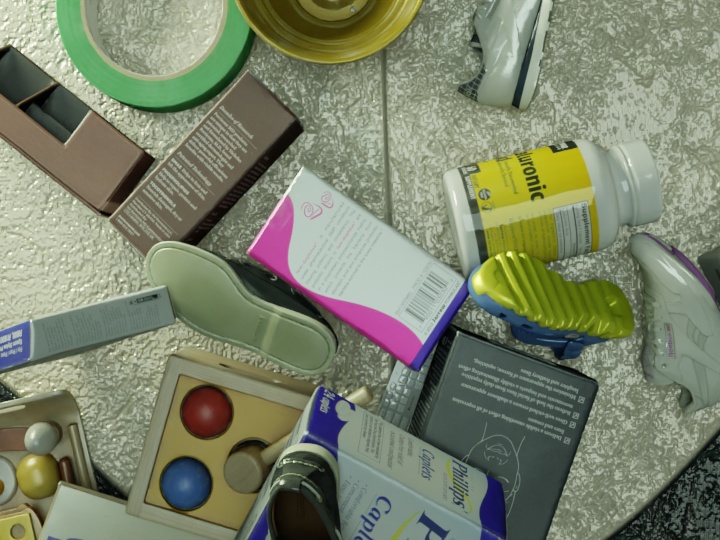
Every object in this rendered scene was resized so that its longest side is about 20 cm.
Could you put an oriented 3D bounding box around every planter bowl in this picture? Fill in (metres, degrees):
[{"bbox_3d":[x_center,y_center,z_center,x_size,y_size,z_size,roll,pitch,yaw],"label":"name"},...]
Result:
[{"bbox_3d":[-0.029,-0.298,1.116,0.197,0.083,0.204,0,90,0],"label":"planter bowl"}]

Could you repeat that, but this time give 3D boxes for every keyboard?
[{"bbox_3d":[0.033,0.181,1.157,0.056,0.011,0.202,21,91,1],"label":"keyboard"}]

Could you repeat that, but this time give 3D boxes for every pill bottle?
[{"bbox_3d":[0.186,-0.065,1.102,0.197,0.111,0.113,-13,91,0],"label":"pill bottle"}]

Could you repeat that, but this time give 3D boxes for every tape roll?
[{"bbox_3d":[-0.204,-0.262,1.137,0.197,0.048,0.204,0,91,1],"label":"tape roll"}]

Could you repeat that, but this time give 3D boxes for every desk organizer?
[{"bbox_3d":[-0.309,-0.144,1.130,0.199,0.072,0.077,38,89,0],"label":"desk organizer"}]

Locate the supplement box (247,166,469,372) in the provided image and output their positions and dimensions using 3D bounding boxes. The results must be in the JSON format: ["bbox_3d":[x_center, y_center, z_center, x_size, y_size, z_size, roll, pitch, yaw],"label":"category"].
[{"bbox_3d":[0.000,0.000,1.106,0.199,0.103,0.102,35,89,1],"label":"supplement box"}]

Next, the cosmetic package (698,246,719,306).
[{"bbox_3d":[0.463,0.017,1.069,0.198,0.167,0.168,-26,89,2],"label":"cosmetic package"}]

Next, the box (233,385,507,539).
[{"bbox_3d":[0.002,0.240,0.999,0.198,0.105,0.185,28,105,-5],"label":"box"}]

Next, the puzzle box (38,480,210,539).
[{"bbox_3d":[-0.229,0.303,1.126,0.198,0.025,0.135,22,87,-15],"label":"puzzle box"}]

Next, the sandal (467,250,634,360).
[{"bbox_3d":[0.175,0.043,1.087,0.198,0.087,0.080,19,47,-35],"label":"sandal"}]

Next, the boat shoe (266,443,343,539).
[{"bbox_3d":[-0.041,0.246,0.916,0.071,0.068,0.203,-5,107,6],"label":"boat shoe"}]

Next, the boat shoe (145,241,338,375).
[{"bbox_3d":[-0.107,0.029,1.065,0.197,0.066,0.075,24,107,4],"label":"boat shoe"}]

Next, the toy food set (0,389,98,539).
[{"bbox_3d":[-0.343,0.232,1.140,0.141,0.060,0.203,-13,90,1],"label":"toy food set"}]

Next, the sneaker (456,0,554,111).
[{"bbox_3d":[0.153,-0.263,1.122,0.079,0.076,0.203,13,90,10],"label":"sneaker"}]

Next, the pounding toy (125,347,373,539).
[{"bbox_3d":[-0.105,0.169,1.094,0.197,0.142,0.187,16,91,1],"label":"pounding toy"}]

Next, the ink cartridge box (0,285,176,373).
[{"bbox_3d":[-0.302,0.068,1.030,0.198,0.199,0.041,-17,90,44],"label":"ink cartridge box"}]

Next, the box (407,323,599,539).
[{"bbox_3d":[0.124,0.173,1.105,0.147,0.107,0.202,20,91,-3],"label":"box"}]

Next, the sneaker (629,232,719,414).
[{"bbox_3d":[0.308,0.057,1.106,0.099,0.075,0.201,-33,105,7],"label":"sneaker"}]

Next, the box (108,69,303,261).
[{"bbox_3d":[-0.149,-0.096,1.112,0.200,0.100,0.075,-45,90,1],"label":"box"}]
